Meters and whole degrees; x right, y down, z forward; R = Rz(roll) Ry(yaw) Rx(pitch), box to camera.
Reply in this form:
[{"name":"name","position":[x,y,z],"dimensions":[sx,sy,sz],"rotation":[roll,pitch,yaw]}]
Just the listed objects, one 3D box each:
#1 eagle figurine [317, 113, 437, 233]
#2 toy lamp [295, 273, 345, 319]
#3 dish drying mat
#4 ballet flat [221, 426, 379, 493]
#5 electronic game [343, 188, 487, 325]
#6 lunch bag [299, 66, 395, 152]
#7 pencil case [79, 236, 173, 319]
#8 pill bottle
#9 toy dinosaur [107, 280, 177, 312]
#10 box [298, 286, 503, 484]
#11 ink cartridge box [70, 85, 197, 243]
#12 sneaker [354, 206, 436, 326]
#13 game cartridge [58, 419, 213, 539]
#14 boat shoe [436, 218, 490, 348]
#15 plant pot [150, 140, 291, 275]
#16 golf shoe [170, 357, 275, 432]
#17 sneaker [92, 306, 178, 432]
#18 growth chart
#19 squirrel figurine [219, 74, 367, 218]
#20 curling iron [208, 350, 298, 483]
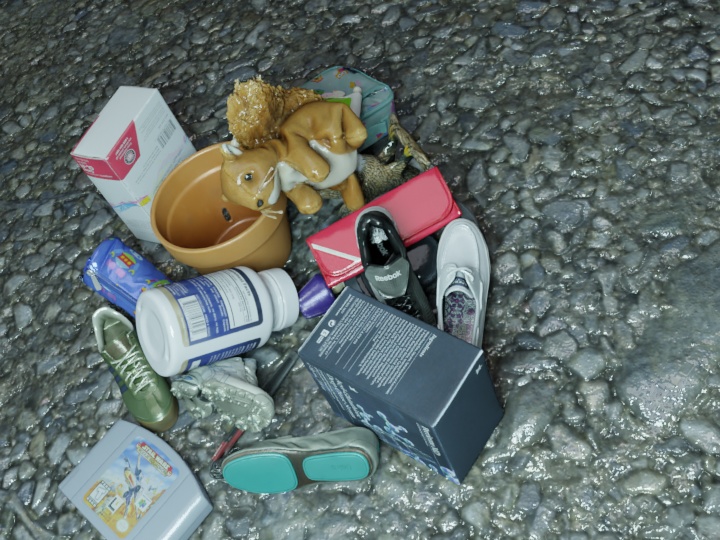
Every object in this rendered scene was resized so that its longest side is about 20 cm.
[{"name":"eagle figurine","position":[0.008,-0.124,1.277],"dimensions":[0.201,0.150,0.152],"rotation":[-49,2,17]},{"name":"toy lamp","position":[0.000,0.000,1.210],"dimensions":[0.198,0.059,0.058],"rotation":[-31,49,-5]},{"name":"dish drying mat","position":[0.029,-0.057,1.146],"dimensions":[0.198,0.018,0.078],"rotation":[-29,71,3]},{"name":"ballet flat","position":[-0.070,0.227,1.067],"dimensions":[0.196,0.069,0.064],"rotation":[-8,24,14]},{"name":"electronic game","position":[0.071,-0.013,1.164],"dimensions":[0.195,0.042,0.204],"rotation":[-2,76,7]},{"name":"lunch bag","position":[-0.043,-0.237,1.376],"dimensions":[0.199,0.078,0.160],"rotation":[-37,45,-22]},{"name":"pencil case","position":[-0.303,0.035,1.237],"dimensions":[0.199,0.079,0.087],"rotation":[36,28,13]},{"name":"pill bottle","position":[-0.182,0.058,1.150],"dimensions":[0.197,0.113,0.111],"rotation":[-15,40,-36]},{"name":"toy dinosaur","position":[-0.317,0.036,1.310],"dimensions":[0.197,0.048,0.089],"rotation":[14,53,25]},{"name":"box","position":[0.049,0.133,1.027],"dimensions":[0.198,0.149,0.108],"rotation":[23,64,33]},{"name":"ink cartridge box","position":[-0.331,-0.160,1.361],"dimensions":[0.084,0.201,0.149],"rotation":[11,58,28]},{"name":"sneaker","position":[0.040,0.017,1.083],"dimensions":[0.065,0.090,0.203],"rotation":[-22,89,6]},{"name":"game cartridge","position":[-0.283,0.278,1.116],"dimensions":[0.198,0.042,0.134],"rotation":[28,72,35]},{"name":"boat shoe","position":[0.122,0.029,1.090],"dimensions":[0.070,0.069,0.204],"rotation":[7,77,9]},{"name":"plant pot","position":[-0.184,-0.065,1.272],"dimensions":[0.196,0.141,0.203],"rotation":[-11,50,13]},{"name":"golf shoe","position":[-0.160,0.142,1.122],"dimensions":[0.198,0.079,0.097],"rotation":[5,40,48]},{"name":"sneaker","position":[-0.319,0.129,1.207],"dimensions":[0.067,0.090,0.201],"rotation":[-33,50,-8]},{"name":"growth chart","position":[-0.091,-0.228,1.297],"dimensions":[0.196,0.018,0.146],"rotation":[-6,39,-1]},{"name":"squirrel figurine","position":[-0.108,-0.156,1.155],"dimensions":[0.184,0.143,0.202],"rotation":[-22,60,-19]},{"name":"curling iron","position":[-0.133,0.188,1.137],"dimensions":[0.049,0.026,0.202],"rotation":[24,58,10]}]
